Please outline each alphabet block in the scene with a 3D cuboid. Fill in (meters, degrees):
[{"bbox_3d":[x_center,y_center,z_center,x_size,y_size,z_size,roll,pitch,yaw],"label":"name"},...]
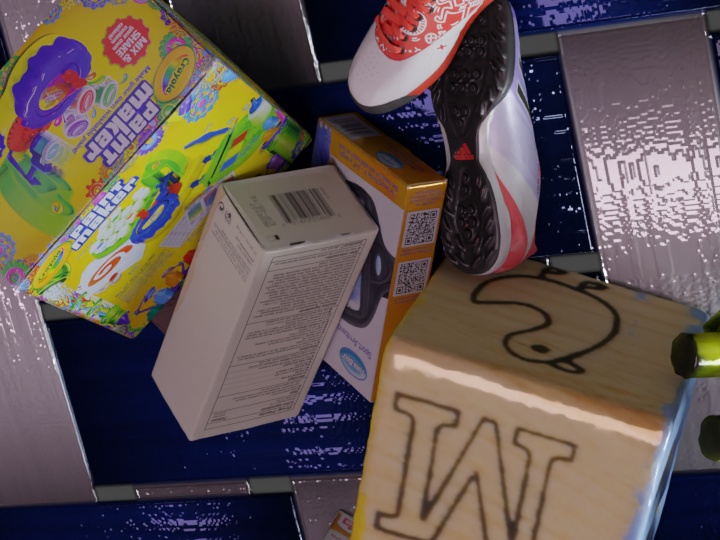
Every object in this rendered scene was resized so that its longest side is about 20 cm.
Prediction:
[{"bbox_3d":[0.121,0.122,1.460,0.199,0.195,0.198,16,116,11],"label":"alphabet block"}]

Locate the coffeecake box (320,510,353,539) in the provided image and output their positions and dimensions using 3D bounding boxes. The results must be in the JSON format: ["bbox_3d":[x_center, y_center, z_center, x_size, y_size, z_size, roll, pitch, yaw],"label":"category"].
[{"bbox_3d":[-0.046,0.306,1.596,0.073,0.200,0.154,29,119,6],"label":"coffeecake box"}]

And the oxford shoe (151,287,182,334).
[{"bbox_3d":[-0.164,0.006,1.579,0.071,0.073,0.200,-33,99,29],"label":"oxford shoe"}]

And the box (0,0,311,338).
[{"bbox_3d":[-0.167,-0.080,1.421,0.200,0.193,0.122,-47,69,3],"label":"box"}]

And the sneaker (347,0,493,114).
[{"bbox_3d":[0.042,-0.194,1.378,0.201,0.108,0.067,-41,60,20],"label":"sneaker"}]

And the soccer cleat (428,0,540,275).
[{"bbox_3d":[0.095,-0.099,1.451,0.068,0.073,0.202,3,97,39],"label":"soccer cleat"}]

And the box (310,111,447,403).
[{"bbox_3d":[0.000,0.000,1.502,0.119,0.041,0.201,39,127,45],"label":"box"}]

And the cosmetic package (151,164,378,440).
[{"bbox_3d":[-0.072,0.025,1.490,0.073,0.103,0.201,55,138,30],"label":"cosmetic package"}]

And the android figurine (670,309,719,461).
[{"bbox_3d":[0.308,0.081,1.383,0.199,0.183,0.041,0,149,-25],"label":"android figurine"}]
